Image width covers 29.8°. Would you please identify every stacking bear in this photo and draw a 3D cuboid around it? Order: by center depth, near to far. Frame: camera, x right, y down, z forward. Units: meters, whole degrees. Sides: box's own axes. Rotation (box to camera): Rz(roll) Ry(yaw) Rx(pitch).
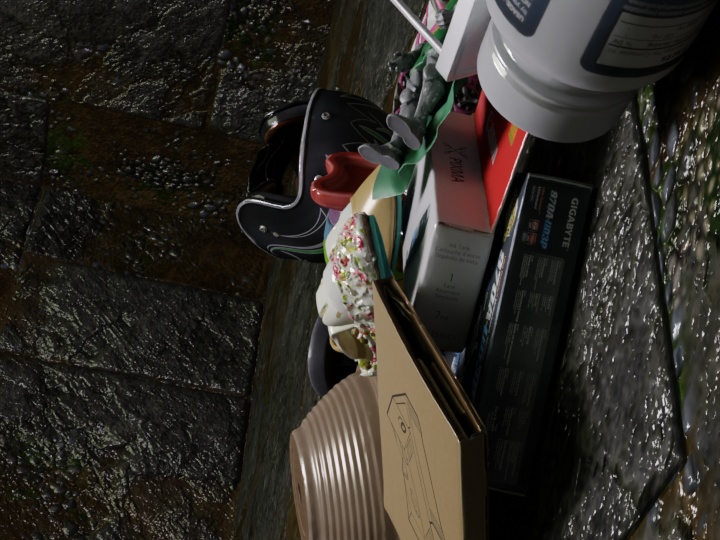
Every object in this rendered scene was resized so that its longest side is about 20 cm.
[{"bbox_3d":[0.008,-0.005,1.409,0.122,0.112,0.202,-65,-20,-63],"label":"stacking bear"}]

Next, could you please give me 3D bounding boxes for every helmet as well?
[{"bbox_3d":[-0.032,-0.105,1.531,0.189,0.200,0.202,-16,53,35],"label":"helmet"}]

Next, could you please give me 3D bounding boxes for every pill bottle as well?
[{"bbox_3d":[0.128,-0.163,0.685,0.201,0.118,0.121,112,167,-54],"label":"pill bottle"}]

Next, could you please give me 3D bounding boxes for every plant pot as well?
[{"bbox_3d":[-0.005,0.173,1.089,0.201,0.091,0.204,174,90,-80],"label":"plant pot"}]

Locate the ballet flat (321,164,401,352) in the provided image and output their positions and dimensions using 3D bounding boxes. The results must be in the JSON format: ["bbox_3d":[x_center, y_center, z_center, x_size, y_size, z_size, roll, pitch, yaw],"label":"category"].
[{"bbox_3d":[0.000,0.000,1.067,0.069,0.062,0.201,-99,6,-45],"label":"ballet flat"}]

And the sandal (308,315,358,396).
[{"bbox_3d":[0.007,0.091,1.226,0.200,0.042,0.077,43,-130,-58],"label":"sandal"}]

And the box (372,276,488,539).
[{"bbox_3d":[0.044,0.130,0.870,0.164,0.021,0.202,-120,21,-52],"label":"box"}]

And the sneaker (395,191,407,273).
[{"bbox_3d":[0.053,-0.079,1.134,0.078,0.081,0.202,93,172,-50],"label":"sneaker"}]

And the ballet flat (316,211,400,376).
[{"bbox_3d":[0.004,0.030,0.969,0.201,0.063,0.076,65,-167,-56],"label":"ballet flat"}]

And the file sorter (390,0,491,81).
[{"bbox_3d":[0.097,-0.240,0.799,0.125,0.138,0.201,51,143,30],"label":"file sorter"}]

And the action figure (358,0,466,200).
[{"bbox_3d":[0.060,-0.154,0.966,0.118,0.054,0.201,-40,19,51],"label":"action figure"}]

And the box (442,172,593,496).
[{"bbox_3d":[0.095,0.035,0.916,0.159,0.045,0.203,-152,73,-83],"label":"box"}]

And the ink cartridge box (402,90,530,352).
[{"bbox_3d":[0.069,-0.070,0.941,0.201,0.044,0.178,-89,11,-62],"label":"ink cartridge box"}]

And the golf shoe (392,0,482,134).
[{"bbox_3d":[0.074,-0.168,1.116,0.092,0.072,0.202,104,-175,-69],"label":"golf shoe"}]
